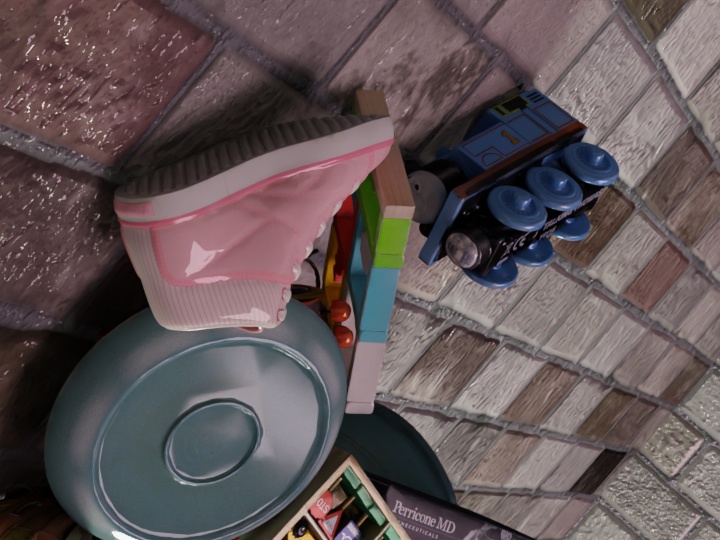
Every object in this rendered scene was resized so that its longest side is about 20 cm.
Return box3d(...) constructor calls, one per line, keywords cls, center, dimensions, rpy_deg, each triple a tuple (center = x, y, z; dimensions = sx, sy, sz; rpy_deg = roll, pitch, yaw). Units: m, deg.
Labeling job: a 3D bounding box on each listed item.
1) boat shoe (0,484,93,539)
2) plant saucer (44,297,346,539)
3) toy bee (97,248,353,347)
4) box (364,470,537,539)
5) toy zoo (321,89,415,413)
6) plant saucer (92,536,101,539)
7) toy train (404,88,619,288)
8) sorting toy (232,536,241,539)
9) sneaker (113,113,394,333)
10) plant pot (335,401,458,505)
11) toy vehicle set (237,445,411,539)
box3d(cls="boat shoe", center=(-0.212, 0.167, 1.269), dimensions=(0.072, 0.068, 0.200), rpy_deg=(-53, -176, -5))
box3d(cls="plant saucer", center=(-0.095, 0.101, 1.209), dimensions=(0.200, 0.027, 0.200), rpy_deg=(-14, 127, -20))
box3d(cls="toy bee", center=(-0.065, 0.028, 1.250), dimensions=(0.200, 0.109, 0.131), rpy_deg=(-45, 126, -34))
box3d(cls="box", center=(0.015, 0.260, 1.464), dimensions=(0.200, 0.124, 0.197), rpy_deg=(25, 84, -41))
box3d(cls="toy zoo", center=(0.000, 0.000, 1.282), dimensions=(0.020, 0.131, 0.200), rpy_deg=(2, 128, -12))
box3d(cls="plant saucer", center=(-0.157, 0.179, 1.388), dimensions=(0.200, 0.037, 0.200), rpy_deg=(-40, -176, 3))
box3d(cls="toy train", center=(0.109, -0.061, 1.470), dimensions=(0.200, 0.114, 0.087), rpy_deg=(-30, 152, -46))
box3d(cls="sorting toy", center=(-0.119, 0.193, 1.387), dimensions=(0.185, 0.036, 0.200), rpy_deg=(-40, -176, 3))
box3d(cls="sneaker", center=(-0.054, -0.025, 1.151), dimensions=(0.200, 0.075, 0.105), rpy_deg=(-25, 110, -40))
box3d(cls="plant pot", center=(-0.055, 0.227, 1.591), dimensions=(0.196, 0.200, 0.200), rpy_deg=(-19, 147, -43))
box3d(cls="toy vehicle set", center=(-0.010, 0.229, 1.335), dimensions=(0.124, 0.027, 0.200), rpy_deg=(-47, 127, -19))
